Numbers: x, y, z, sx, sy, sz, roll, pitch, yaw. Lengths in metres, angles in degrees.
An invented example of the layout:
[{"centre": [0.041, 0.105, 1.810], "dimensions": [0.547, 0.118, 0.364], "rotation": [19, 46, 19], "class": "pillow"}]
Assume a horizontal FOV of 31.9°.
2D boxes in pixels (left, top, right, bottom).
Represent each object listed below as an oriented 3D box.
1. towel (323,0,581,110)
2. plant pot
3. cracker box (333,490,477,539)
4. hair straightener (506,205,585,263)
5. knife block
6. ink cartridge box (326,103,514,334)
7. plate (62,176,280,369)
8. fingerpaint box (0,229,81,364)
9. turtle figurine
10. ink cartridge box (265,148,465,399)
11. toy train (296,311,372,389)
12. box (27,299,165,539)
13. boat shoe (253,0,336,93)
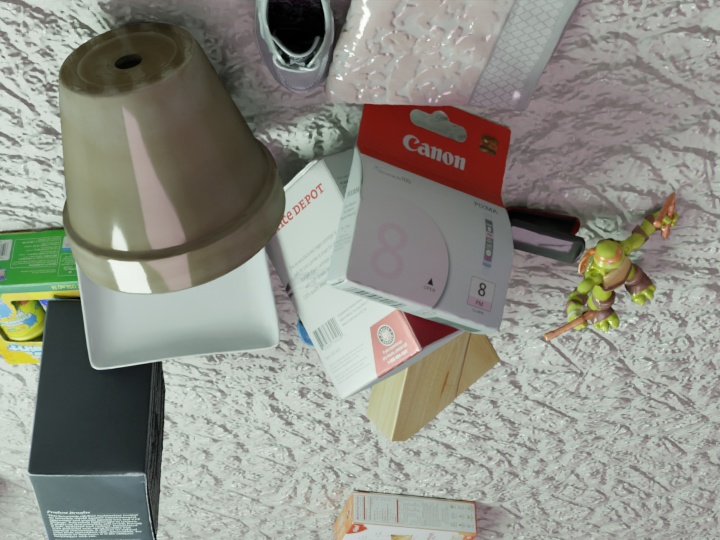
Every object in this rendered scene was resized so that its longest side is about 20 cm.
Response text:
[{"centre": [0.081, -0.203, 1.032], "dimensions": [0.190, 0.032, 0.200], "rotation": [1, 147, -16], "class": "towel"}, {"centre": [-0.176, -0.109, 1.081], "dimensions": [0.199, 0.200, 0.174], "rotation": [-5, 129, 8], "class": "plant pot"}, {"centre": [0.067, 0.402, 1.951], "dimensions": [0.199, 0.058, 0.134], "rotation": [8, 146, -10], "class": "cracker box"}, {"centre": [0.135, -0.040, 1.264], "dimensions": [0.199, 0.077, 0.041], "rotation": [14, 127, -16], "class": "hair straightener"}, {"centre": [0.061, 0.053, 1.308], "dimensions": [0.200, 0.064, 0.176], "rotation": [-39, 120, -9], "class": "knife block"}, {"centre": [0.065, -0.060, 1.113], "dimensions": [0.162, 0.201, 0.057], "rotation": [18, 169, -25], "class": "ink cartridge box"}, {"centre": [-0.183, -0.013, 1.237], "dimensions": [0.199, 0.201, 0.032], "rotation": [-8, -177, 12], "class": "plate"}, {"centre": [-0.313, 0.031, 1.371], "dimensions": [0.199, 0.074, 0.167], "rotation": [-3, 147, 5], "class": "fingerpaint box"}, {"centre": [0.255, 0.009, 1.310], "dimensions": [0.064, 0.200, 0.161], "rotation": [37, 172, 25], "class": "turtle figurine"}, {"centre": [0.000, 0.000, 1.199], "dimensions": [0.083, 0.201, 0.147], "rotation": [-21, 170, -39], "class": "ink cartridge box"}, {"centre": [0.018, 0.063, 1.386], "dimensions": [0.200, 0.115, 0.087], "rotation": [38, 168, -32], "class": "toy train"}, {"centre": [-0.273, 0.163, 1.327], "dimensions": [0.123, 0.201, 0.199], "rotation": [1, 146, -6], "class": "box"}, {"centre": [-0.056, -0.200, 1.020], "dimensions": [0.070, 0.072, 0.201], "rotation": [-1, 148, 0], "class": "boat shoe"}]
